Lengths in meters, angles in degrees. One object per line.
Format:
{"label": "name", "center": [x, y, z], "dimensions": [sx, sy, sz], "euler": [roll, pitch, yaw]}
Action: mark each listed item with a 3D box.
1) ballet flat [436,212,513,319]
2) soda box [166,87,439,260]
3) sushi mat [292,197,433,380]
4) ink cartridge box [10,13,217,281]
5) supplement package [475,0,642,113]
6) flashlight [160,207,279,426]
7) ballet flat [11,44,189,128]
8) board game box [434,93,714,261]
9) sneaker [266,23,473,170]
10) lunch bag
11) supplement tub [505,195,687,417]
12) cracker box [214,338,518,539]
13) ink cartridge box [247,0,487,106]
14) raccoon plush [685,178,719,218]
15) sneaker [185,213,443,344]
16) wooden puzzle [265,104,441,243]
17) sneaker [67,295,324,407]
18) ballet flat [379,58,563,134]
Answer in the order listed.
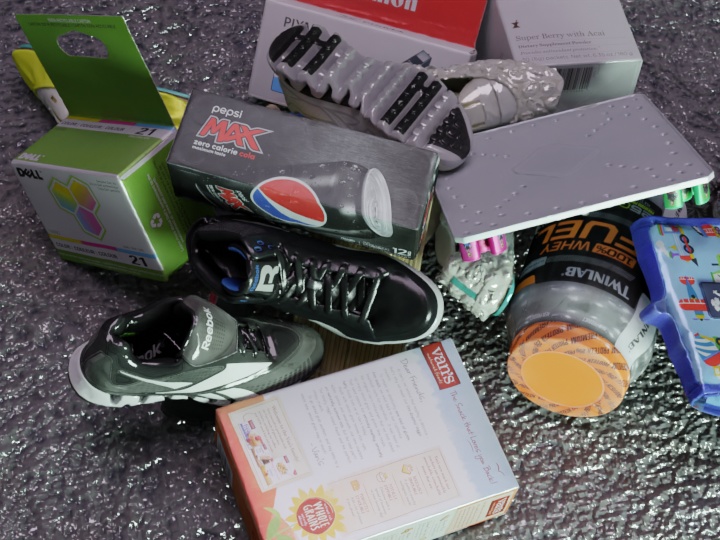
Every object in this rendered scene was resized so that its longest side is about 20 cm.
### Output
{"label": "ballet flat", "center": [0.096, -0.032, 1.217], "dimensions": [0.071, 0.072, 0.200], "euler": [8, 26, 2]}
{"label": "soda box", "center": [-0.043, -0.073, 1.123], "dimensions": [0.198, 0.063, 0.071], "euler": [15, 69, 5]}
{"label": "sushi mat", "center": [0.000, 0.000, 1.181], "dimensions": [0.095, 0.202, 0.012], "euler": [11, 10, 3]}
{"label": "ink cartridge box", "center": [-0.217, -0.101, 1.188], "dimensions": [0.147, 0.201, 0.076], "euler": [10, 45, 42]}
{"label": "supplement package", "center": [0.173, -0.222, 1.389], "dimensions": [0.120, 0.120, 0.201], "euler": [-5, 52, -9]}
{"label": "flashlight", "center": [-0.118, 0.030, 1.208], "dimensions": [0.067, 0.068, 0.201], "euler": [18, 56, -5]}
{"label": "ballet flat", "center": [-0.237, -0.149, 1.342], "dimensions": [0.198, 0.067, 0.068], "euler": [18, 73, 8]}
{"label": "board game box", "center": [0.157, -0.077, 1.173], "dimensions": [0.198, 0.026, 0.200], "euler": [-14, 25, 0]}
{"label": "sneaker", "center": [0.010, -0.134, 1.238], "dimensions": [0.199, 0.081, 0.075], "euler": [32, 59, 24]}
{"label": "lunch bag", "center": [0.289, 0.038, 1.146], "dimensions": [0.198, 0.094, 0.152], "euler": [6, 59, -34]}
{"label": "supplement tub", "center": [0.191, 0.012, 1.205], "dimensions": [0.121, 0.123, 0.201], "euler": [16, 52, 9]}
{"label": "cracker box", "center": [0.002, 0.146, 1.118], "dimensions": [0.198, 0.058, 0.135], "euler": [-16, 62, -15]}
{"label": "ink cartridge box", "center": [0.010, -0.222, 1.350], "dimensions": [0.198, 0.178, 0.045], "euler": [16, 17, 9]}
{"label": "raccoon plush", "center": [0.392, -0.063, 1.305], "dimensions": [0.133, 0.097, 0.200], "euler": [-25, 57, -31]}
{"label": "sneaker", "center": [-0.043, 0.013, 1.116], "dimensions": [0.198, 0.074, 0.112], "euler": [18, 11, 16]}
{"label": "wooden puzzle", "center": [-0.019, -0.090, 1.276], "dimensions": [0.198, 0.047, 0.185], "euler": [22, 28, 10]}
{"label": "sneaker", "center": [-0.112, 0.058, 1.095], "dimensions": [0.198, 0.091, 0.067], "euler": [-2, 62, -23]}
{"label": "ballet flat", "center": [0.077, -0.143, 1.283], "dimensions": [0.198, 0.072, 0.072], "euler": [2, 49, 22]}
